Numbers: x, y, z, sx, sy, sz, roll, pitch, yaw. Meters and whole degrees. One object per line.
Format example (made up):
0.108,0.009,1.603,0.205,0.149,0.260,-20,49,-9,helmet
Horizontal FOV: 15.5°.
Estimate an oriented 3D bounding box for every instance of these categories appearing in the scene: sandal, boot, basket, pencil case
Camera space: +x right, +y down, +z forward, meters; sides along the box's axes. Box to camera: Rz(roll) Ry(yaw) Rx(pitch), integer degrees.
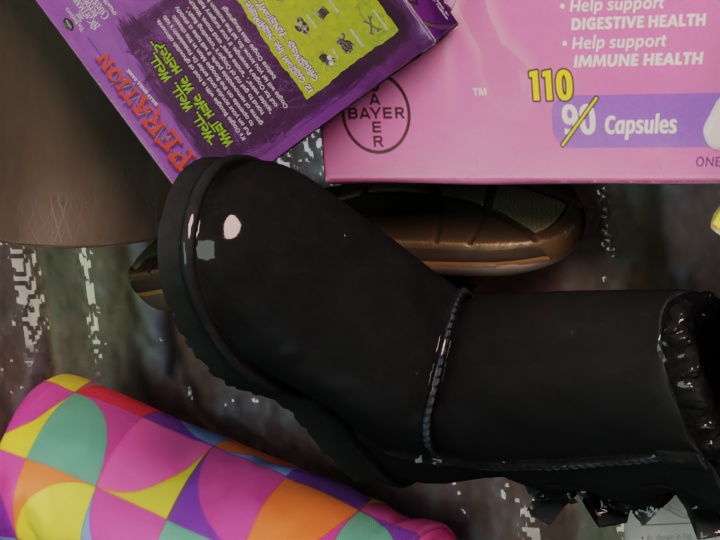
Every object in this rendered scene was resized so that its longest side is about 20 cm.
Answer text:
0.000,0.000,0.997,0.199,0.082,0.055,-10,112,32,sandal
0.044,0.025,0.890,0.162,0.198,0.074,1,61,31,boot
-0.110,-0.119,1.008,0.180,0.136,0.201,18,114,41,basket
-0.058,0.109,1.051,0.199,0.088,0.089,17,109,29,pencil case

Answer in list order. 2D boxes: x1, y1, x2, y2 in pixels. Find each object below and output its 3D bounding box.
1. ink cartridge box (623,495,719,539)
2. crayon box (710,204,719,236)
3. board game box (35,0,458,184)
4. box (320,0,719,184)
0.173,0.116,0.941,0.161,0.050,0.201,-7,78,33,ink cartridge box
0.210,-0.062,0.773,0.127,0.051,0.200,36,110,14,crayon box
-0.071,-0.130,0.897,0.120,0.032,0.200,-34,95,27,board game box
0.077,-0.133,0.906,0.175,0.097,0.201,2,101,32,box
